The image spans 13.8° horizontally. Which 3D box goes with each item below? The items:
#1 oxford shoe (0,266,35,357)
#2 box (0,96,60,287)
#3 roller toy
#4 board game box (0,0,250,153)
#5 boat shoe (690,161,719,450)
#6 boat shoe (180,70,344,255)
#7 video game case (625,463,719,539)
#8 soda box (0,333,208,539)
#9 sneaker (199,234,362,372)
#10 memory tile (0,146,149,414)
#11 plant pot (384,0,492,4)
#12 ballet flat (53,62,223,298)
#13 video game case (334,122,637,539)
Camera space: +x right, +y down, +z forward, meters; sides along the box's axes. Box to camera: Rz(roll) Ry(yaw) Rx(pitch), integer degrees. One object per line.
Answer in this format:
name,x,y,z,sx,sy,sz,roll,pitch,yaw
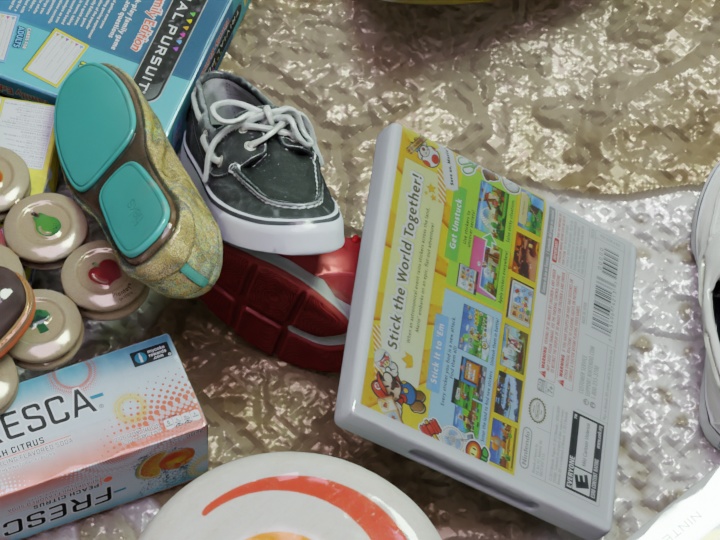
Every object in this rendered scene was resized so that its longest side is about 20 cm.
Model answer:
oxford shoe,-0.273,0.037,1.631,0.200,0.073,0.071,-21,57,-15
box,-0.248,-0.012,1.762,0.117,0.048,0.200,10,58,2
roller toy,-0.041,0.197,1.602,0.199,0.140,0.183,2,60,-1
board game box,-0.183,-0.162,1.849,0.199,0.047,0.151,20,62,8
boat shoe,0.230,0.009,1.766,0.072,0.066,0.201,9,61,2
boat shoe,-0.057,-0.066,1.731,0.073,0.068,0.199,-2,21,-14
video game case,0.208,0.228,1.659,0.181,0.036,0.200,-35,68,-19
soda box,-0.189,0.107,1.688,0.199,0.064,0.069,-18,61,-13
sneaker,0.000,0.000,1.765,0.200,0.078,0.116,27,53,-2
memory tile,-0.235,0.019,1.699,0.153,0.017,0.200,39,63,24
plant pot,0.097,-0.251,1.853,0.142,0.200,0.201,11,57,-27
ballet flat,-0.127,-0.048,1.725,0.070,0.071,0.200,-16,37,-12
video game case,0.076,0.035,1.713,0.182,0.023,0.200,26,53,-24
